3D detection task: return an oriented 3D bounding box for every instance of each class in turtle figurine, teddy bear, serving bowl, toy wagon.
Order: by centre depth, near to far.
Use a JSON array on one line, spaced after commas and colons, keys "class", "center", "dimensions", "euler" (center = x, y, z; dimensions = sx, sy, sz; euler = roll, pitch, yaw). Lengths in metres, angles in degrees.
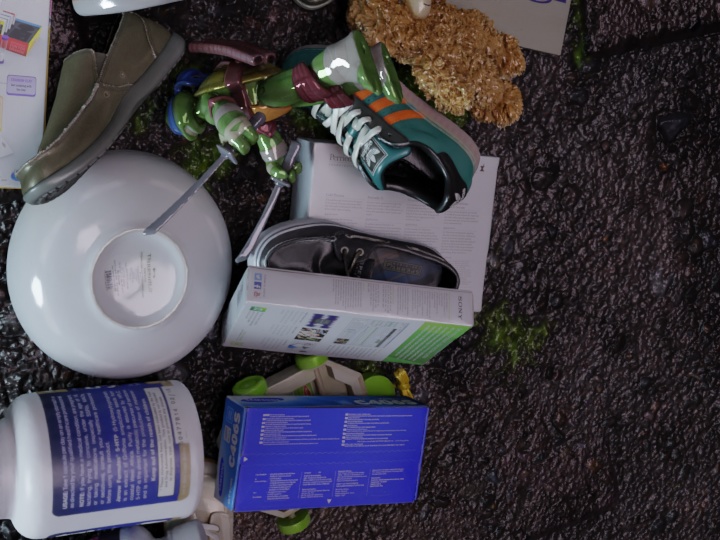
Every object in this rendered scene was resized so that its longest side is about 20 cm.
[{"class": "turtle figurine", "center": [-0.061, -0.104, 0.962], "dimensions": [0.191, 0.203, 0.144], "euler": [-19, 143, 19]}, {"class": "serving bowl", "center": [-0.197, 0.001, 1.013], "dimensions": [0.197, 0.066, 0.204], "euler": [-6, 104, -24]}, {"class": "teddy bear", "center": [0.080, -0.204, 1.056], "dimensions": [0.199, 0.066, 0.146], "euler": [40, 58, -25]}, {"class": "toy wagon", "center": [-0.038, 0.150, 1.137], "dimensions": [0.198, 0.039, 0.157], "euler": [-26, 112, -25]}]

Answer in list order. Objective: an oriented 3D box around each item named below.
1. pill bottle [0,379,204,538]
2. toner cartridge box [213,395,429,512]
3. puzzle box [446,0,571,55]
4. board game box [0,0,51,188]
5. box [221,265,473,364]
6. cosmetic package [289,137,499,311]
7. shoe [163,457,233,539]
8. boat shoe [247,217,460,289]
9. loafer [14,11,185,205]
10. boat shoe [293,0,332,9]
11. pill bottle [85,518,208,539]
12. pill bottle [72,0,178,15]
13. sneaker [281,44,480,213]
[{"class": "pill bottle", "center": [-0.241, 0.159, 0.995], "dimensions": [0.197, 0.119, 0.122], "euler": [-3, 103, -26]}, {"class": "toner cartridge box", "center": [-0.033, 0.166, 1.094], "dimensions": [0.197, 0.043, 0.097], "euler": [5, 96, -32]}, {"class": "puzzle box", "center": [0.120, -0.289, 1.130], "dimensions": [0.197, 0.025, 0.135], "euler": [7, 97, -28]}, {"class": "board game box", "center": [-0.320, -0.168, 0.927], "dimensions": [0.151, 0.040, 0.204], "euler": [1, 101, -27]}, {"class": "box", "center": [-0.015, 0.043, 1.041], "dimensions": [0.197, 0.144, 0.037], "euler": [8, 71, -13]}, {"class": "cosmetic package", "center": [0.030, -0.041, 1.125], "dimensions": [0.197, 0.052, 0.154], "euler": [2, 102, -26]}, {"class": "shoe", "center": [-0.149, 0.276, 1.103], "dimensions": [0.069, 0.053, 0.204], "euler": [5, 97, -28]}, {"class": "boat shoe", "center": [0.000, 0.000, 1.054], "dimensions": [0.197, 0.066, 0.071], "euler": [10, 96, -27]}, {"class": "loafer", "center": [-0.219, -0.135, 0.953], "dimensions": [0.070, 0.075, 0.201], "euler": [41, 55, -16]}, {"class": "boat shoe", "center": [0.004, -0.317, 1.033], "dimensions": [0.072, 0.060, 0.203], "euler": [35, 93, -18]}, {"class": "pill bottle", "center": [-0.220, 0.285, 1.014], "dimensions": [0.197, 0.112, 0.113], "euler": [-18, 109, -7]}, {"class": "pill bottle", "center": [-0.188, -0.309, 0.920], "dimensions": [0.113, 0.114, 0.203], "euler": [-17, 109, -22]}, {"class": "sneaker", "center": [0.012, -0.123, 1.034], "dimensions": [0.198, 0.080, 0.072], "euler": [31, 130, -3]}]
